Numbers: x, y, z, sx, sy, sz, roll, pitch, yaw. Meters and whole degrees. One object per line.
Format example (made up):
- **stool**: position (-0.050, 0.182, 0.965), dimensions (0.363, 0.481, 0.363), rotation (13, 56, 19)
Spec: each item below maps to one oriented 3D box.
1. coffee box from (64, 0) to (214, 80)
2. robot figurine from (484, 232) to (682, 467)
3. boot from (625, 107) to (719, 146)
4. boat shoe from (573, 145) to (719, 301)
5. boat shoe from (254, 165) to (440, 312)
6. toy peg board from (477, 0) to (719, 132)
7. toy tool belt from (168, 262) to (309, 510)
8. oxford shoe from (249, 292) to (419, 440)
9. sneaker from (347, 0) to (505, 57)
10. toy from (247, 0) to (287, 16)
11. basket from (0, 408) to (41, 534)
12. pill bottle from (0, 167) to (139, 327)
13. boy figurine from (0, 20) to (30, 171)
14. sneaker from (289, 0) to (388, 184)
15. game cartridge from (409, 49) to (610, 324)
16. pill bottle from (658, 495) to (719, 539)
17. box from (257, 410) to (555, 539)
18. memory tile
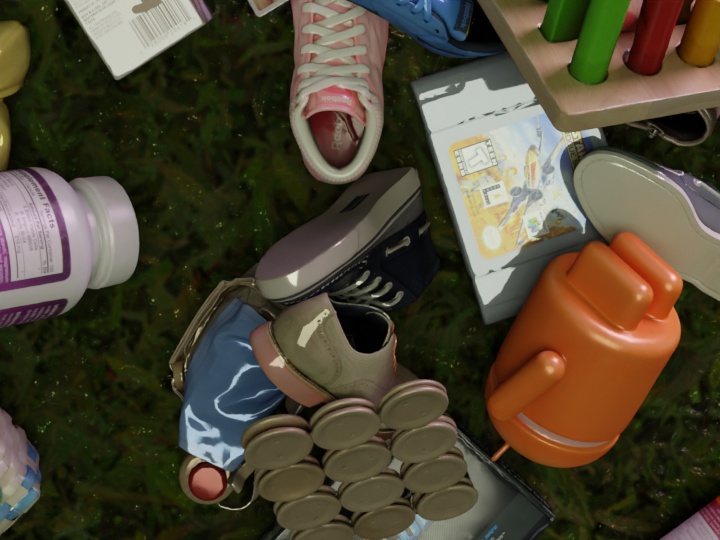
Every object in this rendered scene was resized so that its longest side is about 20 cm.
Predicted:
- **coffee box**: position (-0.192, -0.245, 1.162), dimensions (0.079, 0.114, 0.201), rotation (-32, 100, 4)
- **robot figurine**: position (0.164, 0.067, 1.222), dimensions (0.116, 0.144, 0.201), rotation (22, 124, -4)
- **boot**: position (0.176, -0.167, 1.176), dimensions (0.199, 0.147, 0.070), rotation (21, 125, -9)
- **boat shoe**: position (0.245, -0.040, 1.242), dimensions (0.199, 0.062, 0.073), rotation (31, 129, -15)
- **boat shoe**: position (0.000, 0.000, 1.187), dimensions (0.074, 0.200, 0.093), rotation (-8, 111, 36)
- **toy peg board**: position (0.193, -0.211, 1.113), dimensions (0.198, 0.201, 0.098), rotation (-11, 142, -19)
- **toy tool belt**: position (-0.090, 0.100, 1.227), dimensions (0.124, 0.123, 0.201), rotation (23, 99, -7)
- **oxford shoe**: position (0.006, 0.069, 1.158), dimensions (0.074, 0.200, 0.071), rotation (-37, 60, 17)
- **sneaker**: position (0.035, -0.204, 1.148), dimensions (0.200, 0.078, 0.066), rotation (22, 96, -47)
- **toy**: position (-0.018, -0.284, 1.174), dimensions (0.199, 0.047, 0.116), rotation (-30, 79, 2)
- **basket**: position (-0.347, 0.135, 1.212), dimensions (0.200, 0.139, 0.176), rotation (42, 96, -18)
- **pill bottle**: position (-0.265, -0.015, 1.167), dimensions (0.199, 0.112, 0.113), rotation (-12, 104, -37)
- **boy figurine**: position (-0.315, -0.107, 1.206), dimensions (0.124, 0.064, 0.201), rotation (31, 97, -10)
- **sneaker**: position (-0.015, -0.159, 1.193), dimensions (0.075, 0.105, 0.202), rotation (0, 100, -1)
- **game cartridge**: position (0.129, -0.071, 1.252), dimensions (0.132, 0.042, 0.201), rotation (-17, 101, 5)
- **pill bottle**: position (0.254, 0.271, 1.286), dimensions (0.200, 0.110, 0.110), rotation (-37, 100, 4)
- **box**: position (0.031, 0.212, 1.294), dimensions (0.159, 0.046, 0.200), rotation (42, 96, -9)
- **memory tile**: position (0.002, 0.147, 1.185), dimensions (0.152, 0.017, 0.200), rotation (-17, 144, 1)
